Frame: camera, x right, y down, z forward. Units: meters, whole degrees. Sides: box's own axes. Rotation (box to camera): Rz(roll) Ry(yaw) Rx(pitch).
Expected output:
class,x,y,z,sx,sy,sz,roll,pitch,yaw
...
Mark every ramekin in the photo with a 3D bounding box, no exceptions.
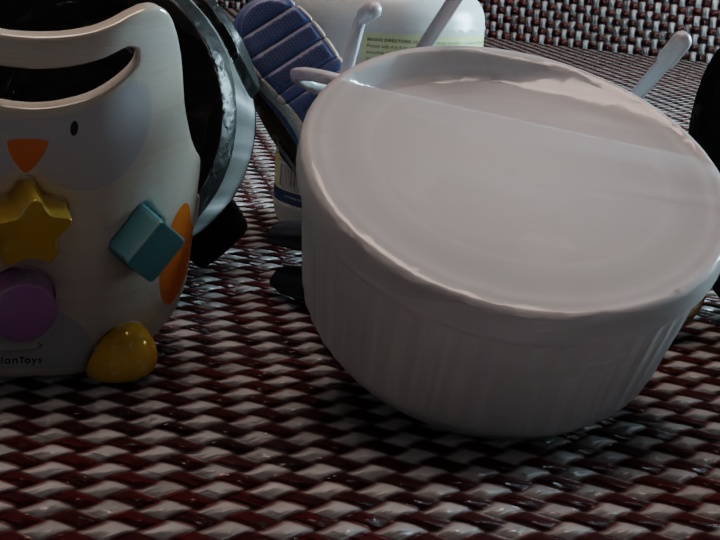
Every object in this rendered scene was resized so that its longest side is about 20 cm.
class,x,y,z,sx,sy,sz,roll,pitch,yaw
ramekin,0.063,-0.011,0.778,0.200,0.095,0.203,7,39,-6

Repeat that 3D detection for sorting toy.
class,x,y,z,sx,sy,sz,roll,pitch,yaw
sorting toy,-0.155,-0.045,0.763,0.198,0.181,0.107,-2,42,-18

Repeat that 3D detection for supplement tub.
class,x,y,z,sx,sy,sz,roll,pitch,yaw
supplement tub,0.013,-0.129,1.200,0.143,0.203,0.145,4,12,-1

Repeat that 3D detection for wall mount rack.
class,x,y,z,sx,sy,sz,roll,pitch,yaw
wall mount rack,0.071,-0.102,0.888,0.198,0.075,0.174,17,-3,-20

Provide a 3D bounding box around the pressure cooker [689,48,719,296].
class,x,y,z,sx,sy,sz,roll,pitch,yaw
pressure cooker,0.308,-0.056,0.985,0.197,0.181,0.176,-1,15,-13

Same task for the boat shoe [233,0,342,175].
class,x,y,z,sx,sy,sz,roll,pitch,yaw
boat shoe,-0.015,-0.084,1.099,0.072,0.201,0.072,-29,-6,-13

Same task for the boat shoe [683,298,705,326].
class,x,y,z,sx,sy,sz,roll,pitch,yaw
boat shoe,0.110,-0.015,0.915,0.198,0.072,0.076,18,-12,-18

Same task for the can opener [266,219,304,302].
class,x,y,z,sx,sy,sz,roll,pitch,yaw
can opener,0.000,0.000,0.924,0.078,0.064,0.200,3,11,-29

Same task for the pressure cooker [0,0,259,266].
class,x,y,z,sx,sy,sz,roll,pitch,yaw
pressure cooker,-0.152,-0.093,1.022,0.176,0.178,0.200,3,2,1
